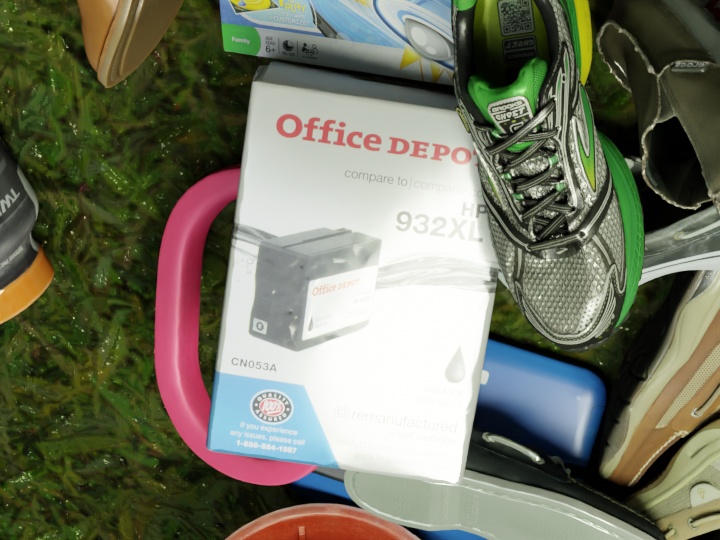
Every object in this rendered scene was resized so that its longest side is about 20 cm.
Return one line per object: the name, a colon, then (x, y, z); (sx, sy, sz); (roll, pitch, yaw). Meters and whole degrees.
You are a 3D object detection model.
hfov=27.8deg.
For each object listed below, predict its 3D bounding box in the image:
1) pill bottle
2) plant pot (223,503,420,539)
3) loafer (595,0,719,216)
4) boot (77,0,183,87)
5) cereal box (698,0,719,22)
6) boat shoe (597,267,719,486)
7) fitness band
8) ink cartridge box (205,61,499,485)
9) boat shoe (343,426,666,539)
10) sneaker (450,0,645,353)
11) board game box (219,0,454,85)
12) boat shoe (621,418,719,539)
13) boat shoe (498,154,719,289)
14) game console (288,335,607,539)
pill bottle: (-0.272, -0.059, 0.912); (0.105, 0.107, 0.201); (-13, 121, 30)
plant pot: (-0.029, 0.293, 1.018); (0.199, 0.202, 0.196); (19, 152, 7)
loafer: (0.150, -0.075, 0.670); (0.069, 0.200, 0.075); (-38, 117, 5)
boot: (-0.165, -0.207, 0.786); (0.154, 0.074, 0.201); (31, 137, 11)
cereal box: (0.268, -0.132, 0.673); (0.199, 0.040, 0.144); (32, 131, -3)
boat shoe: (0.195, 0.055, 0.827); (0.073, 0.076, 0.201); (22, 132, 1)
fitness band: (-0.061, 0.033, 0.899); (0.142, 0.037, 0.203); (15, 109, 26)
ink cartridge box: (0.000, 0.000, 0.790); (0.143, 0.084, 0.203); (8, 103, -2)
boat shoe: (0.091, 0.129, 0.867); (0.198, 0.061, 0.076); (20, 136, 5)
sneaker: (0.077, -0.058, 0.682); (0.077, 0.085, 0.203); (-14, 93, 25)
board game box: (0.020, -0.167, 0.753); (0.197, 0.035, 0.137); (10, 129, 16)
boat shoe: (0.205, 0.152, 0.871); (0.072, 0.064, 0.201); (-8, 150, -23)
boat shoe: (0.141, -0.034, 0.761); (0.199, 0.073, 0.071); (-12, 141, 42)
game console: (0.051, 0.113, 0.967); (0.198, 0.118, 0.173); (17, 99, 9)
